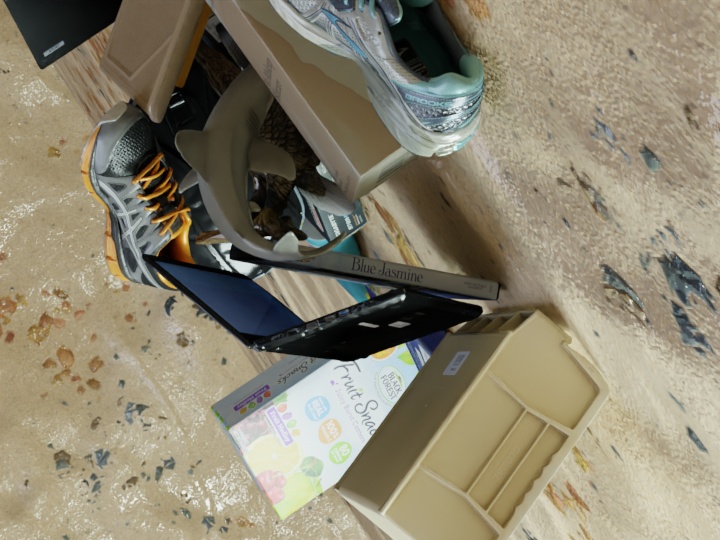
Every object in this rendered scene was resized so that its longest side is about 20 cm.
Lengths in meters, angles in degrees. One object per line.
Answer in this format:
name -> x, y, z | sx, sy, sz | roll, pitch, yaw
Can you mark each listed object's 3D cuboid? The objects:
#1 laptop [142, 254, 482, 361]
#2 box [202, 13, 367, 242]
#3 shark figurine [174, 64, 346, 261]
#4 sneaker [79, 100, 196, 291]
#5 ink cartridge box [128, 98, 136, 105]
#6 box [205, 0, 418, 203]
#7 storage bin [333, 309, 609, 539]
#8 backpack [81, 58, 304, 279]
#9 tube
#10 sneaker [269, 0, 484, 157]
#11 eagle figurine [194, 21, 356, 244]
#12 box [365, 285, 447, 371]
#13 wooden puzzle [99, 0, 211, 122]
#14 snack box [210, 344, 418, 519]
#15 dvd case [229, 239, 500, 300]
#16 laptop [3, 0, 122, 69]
laptop -> -0.033, 0.013, 1.257 | 0.177, 0.199, 0.104 | 12, -121, -66
box -> -0.075, -0.139, 1.547 | 0.159, 0.046, 0.201 | 47, 166, 40
shark figurine -> -0.103, -0.071, 1.227 | 0.089, 0.128, 0.215 | 38, -154, -47
sneaker -> -0.183, -0.062, 1.383 | 0.077, 0.078, 0.201 | 24, 144, 26
ink cartridge box -> -0.157, -0.124, 1.657 | 0.200, 0.037, 0.095 | 35, -140, -19
box -> -0.031, -0.160, 1.197 | 0.200, 0.078, 0.095 | 54, 171, 7
storage bin -> 0.085, 0.134, 1.278 | 0.094, 0.199, 0.200 | 38, 171, -6
backpack -> -0.142, -0.083, 1.510 | 0.200, 0.163, 0.154 | 43, 177, -14
tube -> -0.021, -0.011, 1.713 | 0.078, 0.050, 0.200 | 55, 175, 27
sneaker -> 0.012, -0.171, 1.034 | 0.200, 0.078, 0.086 | 46, 156, 10
eagle figurine -> -0.086, -0.125, 1.363 | 0.151, 0.151, 0.202 | 6, -97, -80
box -> 0.078, 0.094, 1.614 | 0.200, 0.032, 0.121 | 46, 166, 43
wooden puzzle -> -0.159, -0.233, 1.355 | 0.037, 0.186, 0.200 | 16, -167, -26
snack box -> -0.034, 0.142, 1.637 | 0.053, 0.199, 0.143 | 45, 165, 51
dvd case -> 0.000, 0.000, 1.330 | 0.143, 0.199, 0.018 | -179, 99, -74
laptop -> -0.300, -0.336, 1.592 | 0.201, 0.177, 0.103 | 56, 169, -8
